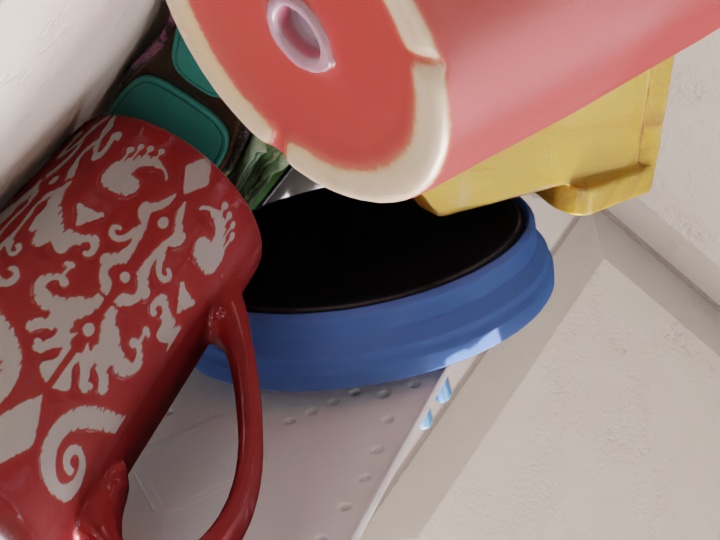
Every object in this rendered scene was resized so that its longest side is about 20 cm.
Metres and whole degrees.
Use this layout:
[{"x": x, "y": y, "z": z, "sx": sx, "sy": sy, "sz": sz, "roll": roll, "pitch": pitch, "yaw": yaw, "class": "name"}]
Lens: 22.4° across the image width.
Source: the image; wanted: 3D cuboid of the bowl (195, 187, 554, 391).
[{"x": 0.000, "y": 0.000, "z": 0.939, "sx": 0.199, "sy": 0.040, "sz": 0.201, "roll": -9, "pitch": -158, "yaw": 3, "class": "bowl"}]

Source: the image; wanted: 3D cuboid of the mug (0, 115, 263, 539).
[{"x": -0.123, "y": 0.051, "z": 0.812, "sx": 0.201, "sy": 0.177, "sz": 0.133, "roll": -56, "pitch": -168, "yaw": -32, "class": "mug"}]

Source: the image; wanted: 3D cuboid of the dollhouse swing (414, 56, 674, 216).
[{"x": 0.067, "y": -0.144, "z": 0.932, "sx": 0.182, "sy": 0.174, "sz": 0.202, "roll": -134, "pitch": -137, "yaw": -54, "class": "dollhouse swing"}]

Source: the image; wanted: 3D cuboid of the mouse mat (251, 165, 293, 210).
[{"x": -0.083, "y": -0.072, "z": 1.134, "sx": 0.161, "sy": 0.008, "sz": 0.200, "roll": -51, "pitch": -153, "yaw": 13, "class": "mouse mat"}]

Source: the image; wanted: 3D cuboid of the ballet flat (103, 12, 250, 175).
[{"x": -0.068, "y": -0.098, "z": 0.849, "sx": 0.071, "sy": 0.069, "sz": 0.200, "roll": -55, "pitch": 179, "yaw": -38, "class": "ballet flat"}]

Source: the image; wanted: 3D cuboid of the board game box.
[{"x": -0.075, "y": 0.100, "z": 0.864, "sx": 0.198, "sy": 0.026, "sz": 0.200, "roll": 2, "pitch": -144, "yaw": 26, "class": "board game box"}]

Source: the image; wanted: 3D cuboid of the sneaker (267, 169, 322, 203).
[{"x": -0.096, "y": -0.039, "z": 1.247, "sx": 0.199, "sy": 0.076, "sz": 0.091, "roll": -26, "pitch": -174, "yaw": 32, "class": "sneaker"}]

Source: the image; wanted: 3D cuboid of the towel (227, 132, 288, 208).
[{"x": -0.024, "y": -0.132, "z": 0.903, "sx": 0.153, "sy": 0.023, "sz": 0.202, "roll": 143, "pitch": -36, "yaw": -76, "class": "towel"}]

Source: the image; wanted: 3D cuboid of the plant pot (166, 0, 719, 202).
[{"x": 0.034, "y": -0.130, "z": 0.652, "sx": 0.177, "sy": 0.201, "sz": 0.200, "roll": -41, "pitch": 177, "yaw": -28, "class": "plant pot"}]
